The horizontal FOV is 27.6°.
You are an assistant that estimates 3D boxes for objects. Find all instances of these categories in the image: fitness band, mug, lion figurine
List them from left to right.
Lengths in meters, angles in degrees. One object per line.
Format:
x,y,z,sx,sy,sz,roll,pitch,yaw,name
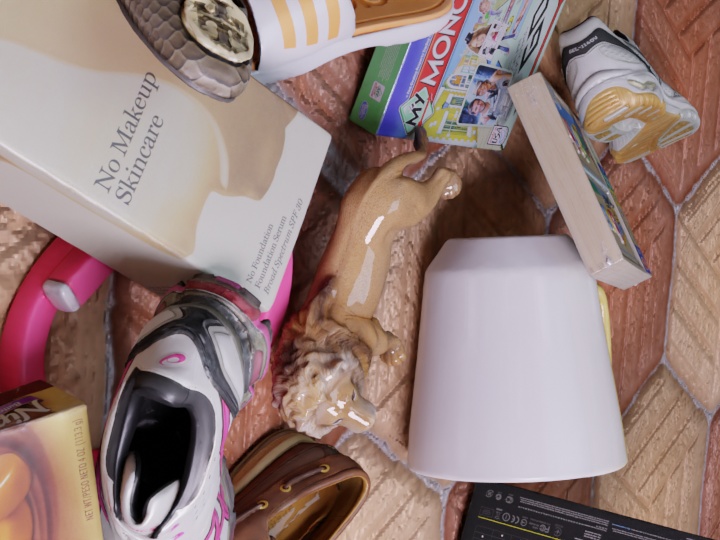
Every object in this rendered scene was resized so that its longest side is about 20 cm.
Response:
-0.108,0.025,0.786,0.200,0.037,0.144,-49,133,-33,fitness band
0.000,0.000,0.867,0.122,0.072,0.202,24,77,-70,lion figurine
0.103,0.053,1.002,0.187,0.148,0.155,-20,107,-85,mug

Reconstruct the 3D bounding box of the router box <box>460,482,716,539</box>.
0.158,0.245,1.034,0.062,0.199,0.151,31,74,-55,router box

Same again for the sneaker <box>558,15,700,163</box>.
0.204,-0.141,1.121,0.088,0.075,0.200,68,16,15,sneaker

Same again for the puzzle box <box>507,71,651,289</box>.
0.154,-0.055,1.007,0.134,0.025,0.200,68,14,9,puzzle box

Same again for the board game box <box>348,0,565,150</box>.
0.079,-0.177,0.930,0.134,0.029,0.202,0,118,-48,board game box

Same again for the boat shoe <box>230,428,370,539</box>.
-0.068,0.169,0.841,0.200,0.067,0.072,-46,130,-36,boat shoe

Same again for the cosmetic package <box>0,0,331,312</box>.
-0.116,-0.067,0.690,0.199,0.071,0.106,32,67,-37,cosmetic package

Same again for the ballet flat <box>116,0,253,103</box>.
-0.083,-0.153,0.676,0.067,0.046,0.201,30,29,-39,ballet flat

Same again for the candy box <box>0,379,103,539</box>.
-0.179,0.166,0.691,0.116,0.056,0.202,-15,108,-35,candy box

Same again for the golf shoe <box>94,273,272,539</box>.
-0.099,0.102,0.697,0.092,0.072,0.202,-56,162,-56,golf shoe

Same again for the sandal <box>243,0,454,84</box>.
-0.025,-0.156,0.795,0.206,0.079,0.060,-22,146,-39,sandal
